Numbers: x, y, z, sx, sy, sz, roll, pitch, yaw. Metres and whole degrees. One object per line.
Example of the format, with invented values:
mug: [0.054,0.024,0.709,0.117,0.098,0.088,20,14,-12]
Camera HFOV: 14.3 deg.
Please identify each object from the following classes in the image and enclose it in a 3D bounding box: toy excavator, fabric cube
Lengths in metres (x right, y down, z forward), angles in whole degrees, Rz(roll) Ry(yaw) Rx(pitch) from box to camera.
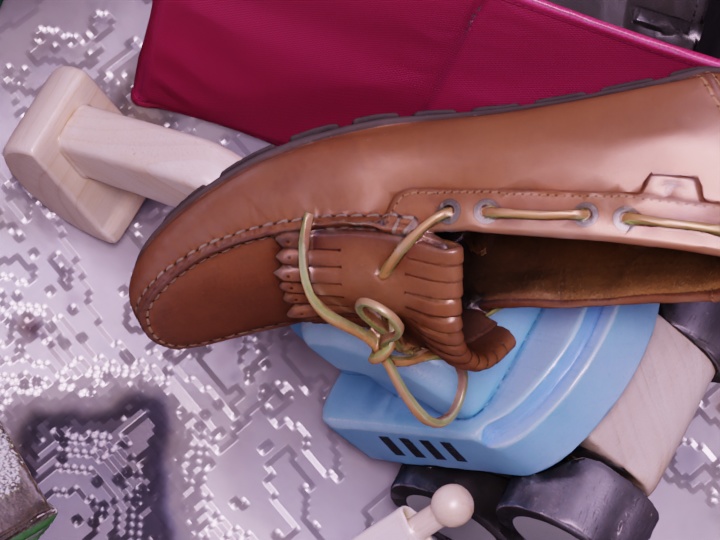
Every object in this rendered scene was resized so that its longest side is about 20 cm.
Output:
toy excavator: [0.000,0.000,0.936,0.200,0.194,0.100,41,71,-26]
fabric cube: [0.048,-0.142,0.939,0.199,0.199,0.197,18,74,-4]

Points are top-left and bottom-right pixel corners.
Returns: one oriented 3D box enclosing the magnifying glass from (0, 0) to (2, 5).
magnifying glass: [-0.128,-0.151,1.008,0.079,0.022,0.200,36,72,3]

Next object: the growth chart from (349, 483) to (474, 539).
growth chart: [0.014,0.180,0.895,0.144,0.018,0.201,-26,73,27]

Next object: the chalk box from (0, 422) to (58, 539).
chalk box: [-0.215,0.083,0.853,0.199,0.124,0.125,-27,81,-30]

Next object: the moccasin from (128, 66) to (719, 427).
moccasin: [0.028,-0.002,0.841,0.200,0.074,0.078,-8,65,12]
